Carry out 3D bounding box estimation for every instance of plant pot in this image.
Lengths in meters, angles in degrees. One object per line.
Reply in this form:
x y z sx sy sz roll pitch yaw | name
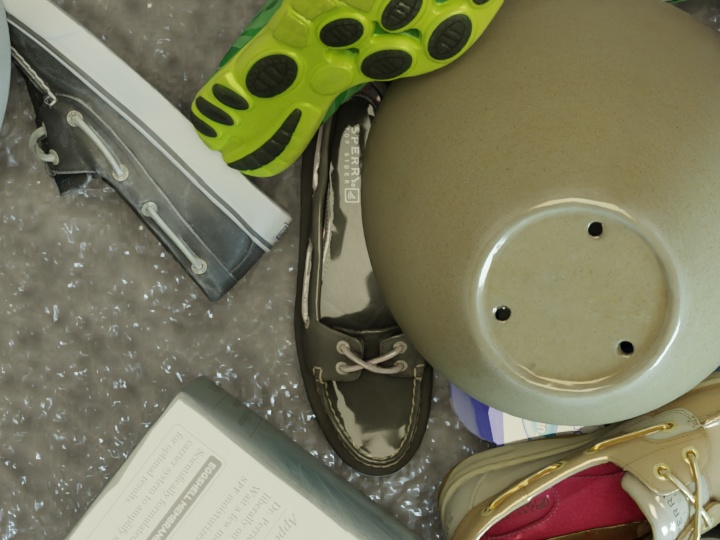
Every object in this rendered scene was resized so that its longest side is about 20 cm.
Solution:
0.094 -0.011 1.255 0.199 0.135 0.202 2 112 4 | plant pot

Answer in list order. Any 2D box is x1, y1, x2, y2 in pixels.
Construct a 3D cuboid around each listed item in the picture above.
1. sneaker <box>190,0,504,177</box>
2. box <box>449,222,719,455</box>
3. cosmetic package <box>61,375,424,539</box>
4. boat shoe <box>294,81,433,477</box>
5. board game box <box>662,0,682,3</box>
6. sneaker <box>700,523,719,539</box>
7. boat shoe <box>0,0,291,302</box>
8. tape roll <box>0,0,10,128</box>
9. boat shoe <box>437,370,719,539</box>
-0.005 -0.117 1.277 0.074 0.200 0.084 41 47 -18 | sneaker
0.141 0.032 1.373 0.199 0.041 0.120 -2 90 2 | box
-0.034 0.155 1.290 0.200 0.199 0.123 39 90 -1 | cosmetic package
0.000 0.000 1.361 0.066 0.057 0.201 -3 90 -1 | boat shoe
0.046 -0.178 1.297 0.199 0.040 0.153 -7 133 18 | board game box
0.154 0.219 1.361 0.111 0.073 0.201 16 82 3 | sneaker
-0.127 -0.066 1.358 0.200 0.072 0.068 42 88 -7 | boat shoe
-0.261 -0.099 1.339 0.201 0.037 0.204 2 95 18 | tape roll
0.134 0.104 1.323 0.199 0.069 0.074 -19 115 9 | boat shoe
